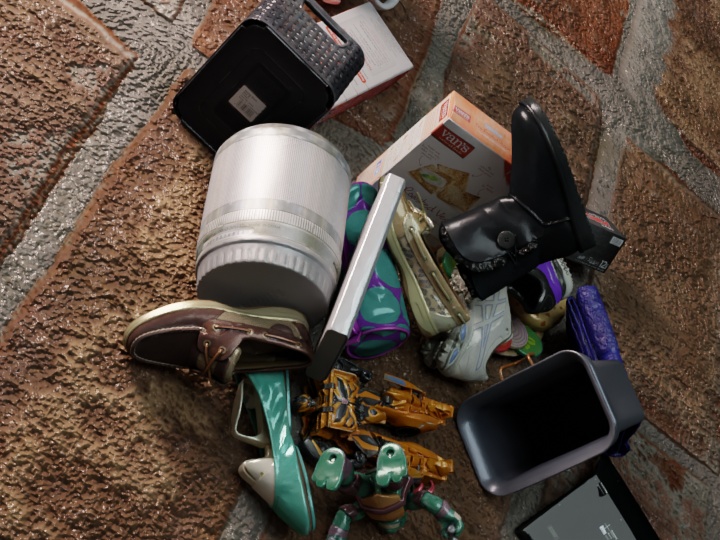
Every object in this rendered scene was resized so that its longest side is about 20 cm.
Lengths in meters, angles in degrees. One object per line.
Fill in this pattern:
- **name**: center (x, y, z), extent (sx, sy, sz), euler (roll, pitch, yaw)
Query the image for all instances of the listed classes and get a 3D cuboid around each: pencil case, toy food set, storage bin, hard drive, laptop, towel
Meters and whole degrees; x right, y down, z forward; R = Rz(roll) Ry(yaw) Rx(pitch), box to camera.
- **pencil case**: center (0.000, 0.000, 1.507), extent (0.092, 0.085, 0.201), euler (16, 54, -51)
- **toy food set**: center (0.179, 0.025, 1.670), extent (0.200, 0.049, 0.198), euler (50, 44, -5)
- **storage bin**: center (0.237, 0.171, 1.538), extent (0.134, 0.200, 0.146), euler (-3, 66, -53)
- **hard drive**: center (-0.005, 0.009, 1.378), extent (0.027, 0.132, 0.201), euler (23, 61, -2)
- **laptop**: center (0.306, 0.356, 1.604), extent (0.199, 0.116, 0.188), euler (-31, 85, -17)
- **storage bin**: center (-0.108, -0.217, 1.464), extent (0.135, 0.200, 0.094), euler (43, 44, -11)
- **towel**: center (0.310, 0.135, 1.660), extent (0.049, 0.148, 0.201), euler (-11, 63, -3)

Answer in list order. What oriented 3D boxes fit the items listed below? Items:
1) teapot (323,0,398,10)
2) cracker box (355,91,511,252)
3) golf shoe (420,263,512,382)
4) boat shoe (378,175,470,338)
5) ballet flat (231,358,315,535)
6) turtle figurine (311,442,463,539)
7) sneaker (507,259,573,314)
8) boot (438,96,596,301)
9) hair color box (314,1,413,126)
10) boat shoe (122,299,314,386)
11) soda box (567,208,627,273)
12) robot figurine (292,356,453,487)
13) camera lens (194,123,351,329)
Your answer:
- **teapot**: center (-0.023, -0.434, 1.712), extent (0.199, 0.197, 0.147), euler (9, 96, -5)
- **cracker box**: center (0.100, -0.116, 1.578), extent (0.134, 0.200, 0.058), euler (33, 43, -20)
- **golf shoe**: center (0.155, 0.044, 1.573), extent (0.097, 0.078, 0.201), euler (27, 88, -23)
- **boat shoe**: center (0.072, -0.023, 1.511), extent (0.073, 0.062, 0.201), euler (-46, 118, -77)
- **ballet flat**: center (-0.099, 0.186, 1.334), extent (0.070, 0.067, 0.201), euler (-4, 65, -19)
- **turtle figurine**: center (0.024, 0.253, 1.353), extent (0.200, 0.149, 0.101), euler (66, 4, -50)
- **sneaker**: center (0.191, -0.030, 1.629), extent (0.099, 0.070, 0.201), euler (-36, 89, -44)
- **boot**: center (0.167, -0.080, 1.478), extent (0.076, 0.167, 0.201), euler (-116, -177, -77)
- **hair color box**: center (-0.031, -0.270, 1.663), extent (0.200, 0.064, 0.111), euler (-33, 89, -48)
- **boat shoe**: center (-0.144, 0.081, 1.310), extent (0.199, 0.072, 0.072), euler (2, 40, -21)
- **soda box**: center (0.275, -0.065, 1.779), extent (0.199, 0.064, 0.071), euler (20, 22, -31)
- **robot figurine**: center (0.014, 0.171, 1.432), extent (0.199, 0.058, 0.146), euler (22, 54, -30)
- **camera lens**: center (-0.096, -0.049, 1.401), extent (0.159, 0.160, 0.201), euler (27, 50, -26)
